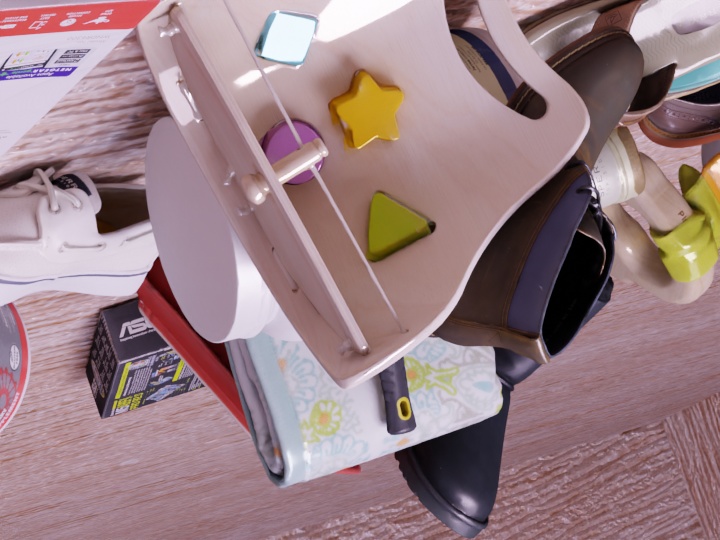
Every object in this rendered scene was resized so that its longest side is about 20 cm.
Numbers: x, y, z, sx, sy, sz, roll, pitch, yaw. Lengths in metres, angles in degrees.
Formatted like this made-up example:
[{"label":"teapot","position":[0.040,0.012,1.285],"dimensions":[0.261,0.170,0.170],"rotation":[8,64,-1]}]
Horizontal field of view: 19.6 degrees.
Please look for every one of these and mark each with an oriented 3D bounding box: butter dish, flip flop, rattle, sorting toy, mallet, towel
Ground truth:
[{"label":"butter dish","position":[-0.041,0.025,1.391],"dimensions":[0.148,0.200,0.200],"rotation":[-45,168,4]},{"label":"flip flop","position":[0.156,-0.119,1.209],"dimensions":[0.199,0.081,0.058],"rotation":[-25,-148,9]},{"label":"rattle","position":[0.210,-0.057,1.466],"dimensions":[0.143,0.130,0.200],"rotation":[-56,-176,-11]},{"label":"sorting toy","position":[0.012,-0.078,1.000],"dimensions":[0.179,0.201,0.107],"rotation":[-30,-171,-8]},{"label":"mallet","position":[0.000,0.000,1.246],"dimensions":[0.065,0.202,0.041],"rotation":[-6,-177,-33]},{"label":"towel","position":[-0.007,0.015,1.289],"dimensions":[0.170,0.202,0.048],"rotation":[-16,-179,-28]}]

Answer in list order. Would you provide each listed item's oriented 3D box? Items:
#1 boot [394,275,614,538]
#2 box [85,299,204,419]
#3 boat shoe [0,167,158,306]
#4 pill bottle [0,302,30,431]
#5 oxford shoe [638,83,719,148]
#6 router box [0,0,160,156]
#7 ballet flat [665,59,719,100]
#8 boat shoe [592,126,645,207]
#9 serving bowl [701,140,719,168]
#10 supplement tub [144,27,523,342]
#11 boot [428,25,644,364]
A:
[{"label":"boot","position":[0.097,0.061,1.402],"dimensions":[0.076,0.201,0.168],"rotation":[34,115,-26]},{"label":"box","position":[-0.129,0.053,1.628],"dimensions":[0.159,0.045,0.200],"rotation":[-17,168,-14]},{"label":"boat shoe","position":[-0.176,-0.027,1.159],"dimensions":[0.199,0.071,0.070],"rotation":[3,127,-54]},{"label":"pill bottle","position":[-0.271,0.044,1.159],"dimensions":[0.115,0.117,0.200],"rotation":[-22,168,10]},{"label":"oxford shoe","position":[0.287,-0.136,1.417],"dimensions":[0.198,0.072,0.073],"rotation":[-19,165,-3]},{"label":"router box","position":[-0.208,-0.085,0.846],"dimensions":[0.199,0.049,0.179],"rotation":[-11,165,-39]},{"label":"ballet flat","position":[0.158,-0.132,1.275],"dimensions":[0.198,0.069,0.063],"rotation":[-20,-163,10]},{"label":"boat shoe","position":[0.108,-0.064,1.356],"dimensions":[0.066,0.075,0.200],"rotation":[-22,-175,-21]},{"label":"serving bowl","position":[0.339,-0.128,1.549],"dimensions":[0.198,0.066,0.200],"rotation":[-20,169,-4]},{"label":"supplement tub","position":[-0.004,-0.045,1.138],"dimensions":[0.198,0.146,0.145],"rotation":[-16,168,-24]},{"label":"boot","position":[0.107,-0.035,1.051],"dimensions":[0.201,0.097,0.075],"rotation":[-52,136,-16]}]
